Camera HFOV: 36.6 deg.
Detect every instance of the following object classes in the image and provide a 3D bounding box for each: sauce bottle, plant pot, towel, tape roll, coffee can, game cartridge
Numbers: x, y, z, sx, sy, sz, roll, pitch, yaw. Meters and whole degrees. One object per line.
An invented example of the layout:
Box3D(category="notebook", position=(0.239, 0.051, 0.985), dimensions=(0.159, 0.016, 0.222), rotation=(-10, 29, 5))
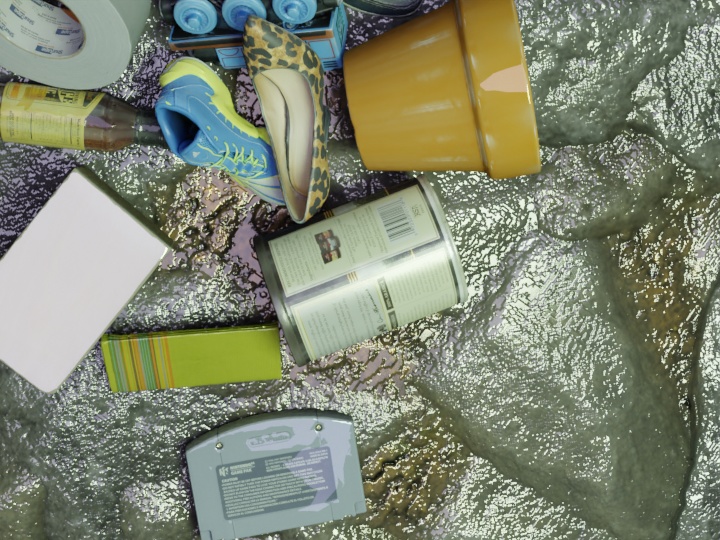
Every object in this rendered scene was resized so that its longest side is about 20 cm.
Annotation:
Box3D(category="sauce bottle", position=(-0.294, -0.160, 1.161), dimensions=(0.196, 0.066, 0.067), rotation=(5, 99, -9))
Box3D(category="plant pot", position=(0.082, -0.185, 1.134), dimensions=(0.180, 0.200, 0.204), rotation=(-10, 100, 8))
Box3D(category="towel", position=(-0.187, 0.097, 1.220), dimensions=(0.196, 0.018, 0.087), rotation=(-4, 133, -6))
Box3D(category="tape roll", position=(-0.310, -0.268, 1.072), dimensions=(0.197, 0.201, 0.067), rotation=(19, 61, -8))
Box3D(category="coffee can", position=(0.000, 0.000, 1.172), dimensions=(0.197, 0.146, 0.149), rotation=(-20, 101, -2))
Box3D(category="game cartridge", position=(-0.098, 0.232, 1.258), dimensions=(0.196, 0.042, 0.136), rotation=(-9, 96, -4))

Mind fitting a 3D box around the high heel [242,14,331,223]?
Box3D(category="high heel", position=(-0.076, -0.149, 1.099), dimensions=(0.070, 0.201, 0.145), rotation=(-4, 60, 20))

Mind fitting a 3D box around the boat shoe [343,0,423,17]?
Box3D(category="boat shoe", position=(-0.019, -0.332, 1.159), dimensions=(0.198, 0.062, 0.076), rotation=(30, 94, -10))

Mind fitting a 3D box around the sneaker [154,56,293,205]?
Box3D(category="sneaker", position=(-0.146, -0.124, 1.145), dimensions=(0.075, 0.106, 0.200), rotation=(-31, 114, 35))

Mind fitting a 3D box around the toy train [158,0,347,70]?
Box3D(category="toy train", position=(-0.108, -0.262, 1.132), dimensions=(0.196, 0.088, 0.115), rotation=(-3, 143, 11))

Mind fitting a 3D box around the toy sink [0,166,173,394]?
Box3D(category="toy sink", position=(-0.310, 0.008, 1.162), dimensions=(0.130, 0.112, 0.201), rotation=(38, 89, -10))
